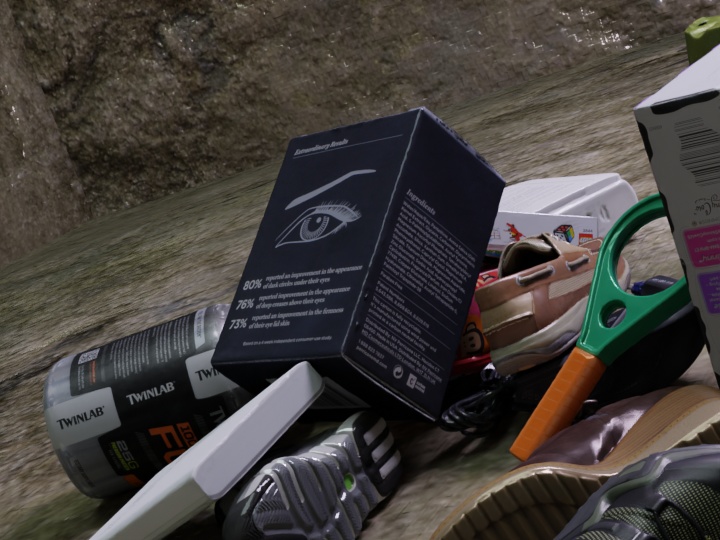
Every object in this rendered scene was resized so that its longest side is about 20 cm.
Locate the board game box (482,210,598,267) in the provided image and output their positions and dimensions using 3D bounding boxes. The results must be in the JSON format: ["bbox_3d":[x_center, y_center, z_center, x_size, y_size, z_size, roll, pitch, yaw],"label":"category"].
[{"bbox_3d":[0.094,-0.017,1.190,0.198,0.035,0.126,4,-16,1],"label":"board game box"}]

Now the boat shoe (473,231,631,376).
[{"bbox_3d":[0.137,0.006,0.998,0.075,0.072,0.200,-27,4,29],"label":"boat shoe"}]

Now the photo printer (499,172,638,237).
[{"bbox_3d":[0.159,-0.039,1.408,0.165,0.070,0.200,-26,11,-22],"label":"photo printer"}]

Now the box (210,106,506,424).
[{"bbox_3d":[0.000,0.000,1.018,0.147,0.104,0.202,-6,57,46],"label":"box"}]

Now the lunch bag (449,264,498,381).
[{"bbox_3d":[0.060,0.042,1.152,0.199,0.083,0.175,-11,6,45],"label":"lunch bag"}]

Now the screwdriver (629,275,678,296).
[{"bbox_3d":[0.218,0.017,1.155,0.029,0.028,0.200,-53,16,-10],"label":"screwdriver"}]

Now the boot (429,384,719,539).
[{"bbox_3d":[0.115,0.124,0.776,0.198,0.073,0.166,-24,-1,-9],"label":"boot"}]

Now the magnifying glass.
[{"bbox_3d":[0.158,0.037,0.890,0.201,0.022,0.079,-55,40,-6],"label":"magnifying glass"}]

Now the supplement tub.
[{"bbox_3d":[-0.149,0.103,1.160,0.198,0.124,0.123,-20,11,9],"label":"supplement tub"}]

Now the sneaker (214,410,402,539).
[{"bbox_3d":[-0.058,0.157,0.899,0.115,0.076,0.200,-22,0,28],"label":"sneaker"}]

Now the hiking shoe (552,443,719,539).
[{"bbox_3d":[0.111,0.150,0.619,0.199,0.076,0.101,-29,18,9],"label":"hiking shoe"}]

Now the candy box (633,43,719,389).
[{"bbox_3d":[0.254,-0.034,0.857,0.071,0.202,0.167,-11,14,36],"label":"candy box"}]

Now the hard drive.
[{"bbox_3d":[-0.117,0.143,0.949,0.200,0.026,0.132,-38,4,44],"label":"hard drive"}]

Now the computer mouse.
[{"bbox_3d":[0.161,0.068,0.960,0.199,0.053,0.138,-26,4,37],"label":"computer mouse"}]

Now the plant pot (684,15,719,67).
[{"bbox_3d":[0.358,-0.134,1.177,0.198,0.192,0.200,-19,11,4],"label":"plant pot"}]
